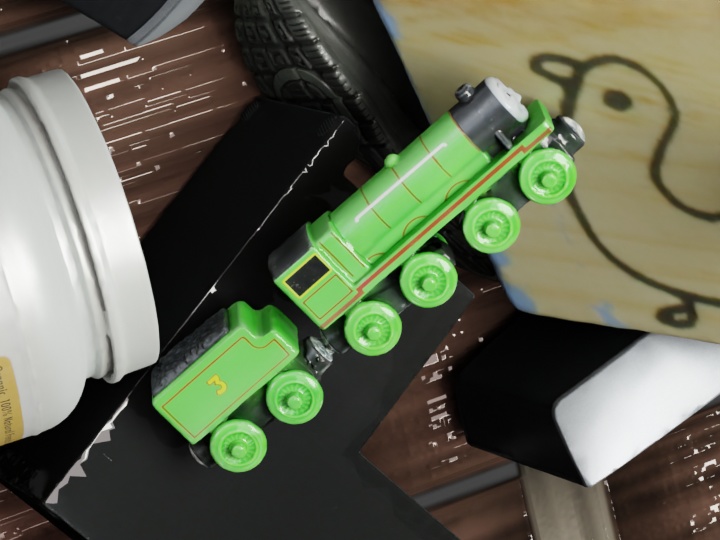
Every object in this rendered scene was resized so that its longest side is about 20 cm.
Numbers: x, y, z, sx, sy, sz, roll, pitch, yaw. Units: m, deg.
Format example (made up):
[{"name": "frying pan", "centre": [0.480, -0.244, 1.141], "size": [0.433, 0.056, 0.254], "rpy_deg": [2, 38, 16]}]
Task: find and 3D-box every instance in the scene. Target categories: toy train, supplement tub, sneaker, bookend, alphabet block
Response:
[{"name": "toy train", "centre": [0.000, 0.000, 1.128], "size": [0.200, 0.042, 0.056], "rpy_deg": [-42, 107, 10]}, {"name": "supplement tub", "centre": [-0.190, 0.010, 1.115], "size": [0.200, 0.144, 0.144], "rpy_deg": [-18, 106, -14]}, {"name": "sneaker", "centre": [0.025, -0.080, 1.252], "size": [0.200, 0.076, 0.091], "rpy_deg": [44, 73, -34]}, {"name": "bookend", "centre": [-0.020, 0.067, 1.238], "size": [0.199, 0.092, 0.200], "rpy_deg": [41, 80, -25]}, {"name": "alphabet block", "centre": [0.158, -0.099, 1.178], "size": [0.196, 0.200, 0.195], "rpy_deg": [-55, 135, -31]}]

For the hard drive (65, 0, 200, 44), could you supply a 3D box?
[{"name": "hard drive", "centre": [-0.090, -0.171, 1.097], "size": [0.135, 0.200, 0.042], "rpy_deg": [31, 51, -6]}]

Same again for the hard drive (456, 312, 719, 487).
[{"name": "hard drive", "centre": [0.140, 0.014, 1.276], "size": [0.200, 0.135, 0.042], "rpy_deg": [-36, 108, -15]}]
